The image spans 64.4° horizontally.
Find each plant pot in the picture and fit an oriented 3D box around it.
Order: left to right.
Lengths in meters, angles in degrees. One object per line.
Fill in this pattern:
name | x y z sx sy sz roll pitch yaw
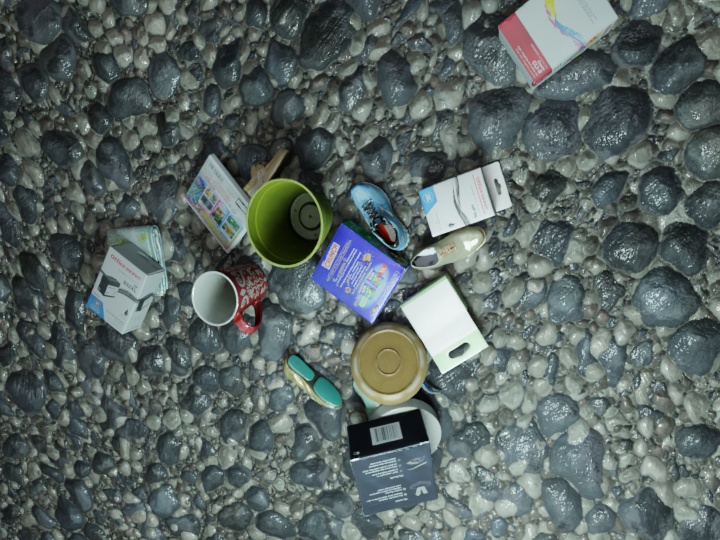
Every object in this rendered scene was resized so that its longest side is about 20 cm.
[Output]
plant pot | -0.152 -0.126 1.414 0.194 0.193 0.207 3 101 16
plant pot | 0.070 0.229 1.424 0.193 0.028 0.207 -1 77 5

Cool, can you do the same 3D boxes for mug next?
mug | -0.328 0.072 1.497 0.130 0.200 0.183 -12 97 17

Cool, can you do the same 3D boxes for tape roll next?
tape roll | 0.111 0.419 1.471 0.196 0.037 0.208 -3 119 -5

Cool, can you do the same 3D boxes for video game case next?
video game case | -0.373 -0.176 1.529 0.201 0.024 0.182 51 130 3

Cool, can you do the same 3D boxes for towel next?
towel | -0.647 -0.025 1.654 0.166 0.048 0.207 -3 99 16

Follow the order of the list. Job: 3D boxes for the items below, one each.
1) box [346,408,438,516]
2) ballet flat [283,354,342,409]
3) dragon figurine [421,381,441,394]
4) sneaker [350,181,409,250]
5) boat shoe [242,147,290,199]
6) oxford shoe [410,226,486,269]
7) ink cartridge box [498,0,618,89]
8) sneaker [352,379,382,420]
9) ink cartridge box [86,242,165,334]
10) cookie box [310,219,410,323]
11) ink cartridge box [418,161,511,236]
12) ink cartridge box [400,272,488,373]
box | 0.078 0.473 1.408 0.191 0.118 0.205 -12 119 -1
ballet flat | -0.133 0.312 1.560 0.199 0.071 0.071 40 108 5
dragon figurine | 0.130 0.244 1.467 0.196 0.059 0.102 27 106 12
sneaker | 0.046 -0.136 1.408 0.078 0.090 0.201 -41 86 18
boat shoe | -0.259 -0.246 1.486 0.069 0.074 0.201 40 109 0
oxford shoe | 0.212 -0.046 1.384 0.196 0.074 0.072 -26 92 19
ink cartridge box | 0.410 -0.511 1.205 0.198 0.145 0.146 -35 89 19
sneaker | 0.033 0.350 1.522 0.117 0.072 0.206 31 134 46
ink cartridge box | -0.659 0.048 1.603 0.143 0.084 0.203 34 108 10
cookie box | 0.000 0.000 1.453 0.198 0.075 0.173 35 108 7
ink cartridge box | 0.249 -0.170 1.354 0.195 0.068 0.119 -19 95 18
ink cartridge box | 0.210 0.132 1.430 0.144 0.048 0.203 -33 90 19
